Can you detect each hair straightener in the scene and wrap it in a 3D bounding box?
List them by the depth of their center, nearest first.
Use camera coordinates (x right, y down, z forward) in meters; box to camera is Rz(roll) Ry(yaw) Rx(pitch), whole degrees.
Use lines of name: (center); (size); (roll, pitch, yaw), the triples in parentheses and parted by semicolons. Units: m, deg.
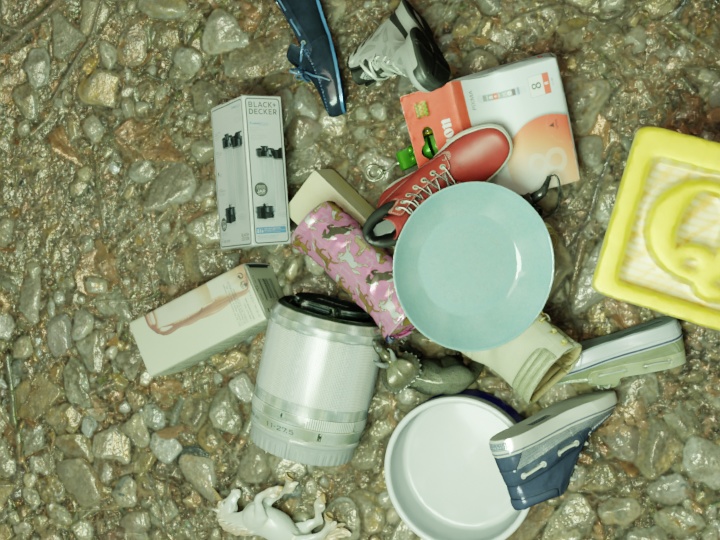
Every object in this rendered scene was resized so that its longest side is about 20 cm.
hair straightener: (0.185, -0.059, 1.185); (0.200, 0.077, 0.041); (-41, 58, 29)

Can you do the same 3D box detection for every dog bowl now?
dog bowl: (0.135, 0.261, 1.207); (0.198, 0.079, 0.203); (1, 92, 17)

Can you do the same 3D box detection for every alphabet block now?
alphabet block: (0.389, -0.045, 1.054); (0.194, 0.200, 0.198); (16, 96, 16)

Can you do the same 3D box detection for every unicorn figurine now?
unicorn figurine: (-0.122, 0.349, 1.290); (0.200, 0.074, 0.138); (42, 114, 6)

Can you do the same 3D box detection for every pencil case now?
pencil case: (0.000, 0.000, 1.160); (0.087, 0.083, 0.200); (-45, 74, 5)

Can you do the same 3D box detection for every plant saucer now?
plant saucer: (0.133, -0.006, 1.097); (0.198, 0.039, 0.204); (-1, 97, -8)

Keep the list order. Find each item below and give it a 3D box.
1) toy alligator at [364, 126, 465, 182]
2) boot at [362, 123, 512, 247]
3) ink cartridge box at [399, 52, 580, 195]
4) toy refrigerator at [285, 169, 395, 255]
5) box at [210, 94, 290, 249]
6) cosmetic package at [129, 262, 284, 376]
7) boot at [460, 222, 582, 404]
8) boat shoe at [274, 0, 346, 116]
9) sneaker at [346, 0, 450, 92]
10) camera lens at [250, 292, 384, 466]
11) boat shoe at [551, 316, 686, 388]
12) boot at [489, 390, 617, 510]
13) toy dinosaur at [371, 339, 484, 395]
toy alligator: (0.089, -0.161, 1.217); (0.198, 0.054, 0.060); (-20, 86, 17)
boot: (0.094, -0.098, 1.113); (0.199, 0.144, 0.073); (-32, 102, 27)
ink cartridge box: (0.165, -0.169, 1.151); (0.198, 0.050, 0.164); (-16, 111, 5)
toy refrigerator: (-0.002, -0.044, 1.244); (0.200, 0.070, 0.076); (44, 110, 12)
box: (-0.153, -0.133, 1.260); (0.116, 0.060, 0.203); (-4, 91, 59)
cosmetic package: (-0.212, 0.070, 1.295); (0.199, 0.103, 0.088); (-27, 83, 15)
boot: (0.221, 0.051, 1.139); (0.154, 0.072, 0.201); (37, 88, 38)
boat shoe: (-0.071, -0.299, 1.253); (0.068, 0.084, 0.202); (-17, 73, -2)
sneaker: (0.046, -0.261, 1.178); (0.115, 0.201, 0.076); (-39, 122, 21)
camera lens: (-0.058, 0.140, 1.220); (0.158, 0.160, 0.202); (14, 97, 16)
boat shoe: (0.313, 0.117, 1.152); (0.198, 0.072, 0.063); (-19, 92, 16)
boot: (0.250, 0.220, 1.133); (0.198, 0.073, 0.091); (-18, 91, -26)
toy dinosaur: (0.098, 0.136, 1.190); (0.198, 0.102, 0.078); (12, 103, -11)
